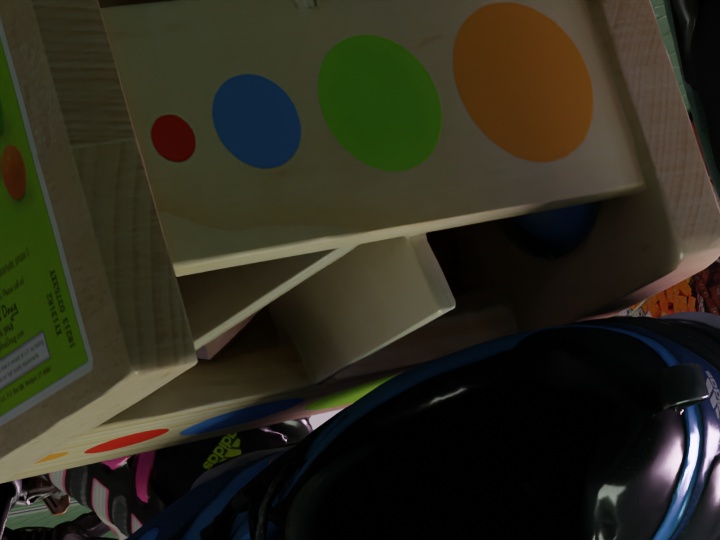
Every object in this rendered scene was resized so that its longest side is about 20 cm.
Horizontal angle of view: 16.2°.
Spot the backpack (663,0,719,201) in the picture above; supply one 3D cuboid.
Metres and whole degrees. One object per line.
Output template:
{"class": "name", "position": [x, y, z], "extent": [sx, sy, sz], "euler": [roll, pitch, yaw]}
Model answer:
{"class": "backpack", "position": [0.125, -0.079, 0.392], "extent": [0.150, 0.179, 0.200], "euler": [-6, 170, -24]}

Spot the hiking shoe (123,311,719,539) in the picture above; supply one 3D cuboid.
{"class": "hiking shoe", "position": [-0.008, 0.059, 0.528], "extent": [0.199, 0.075, 0.087], "euler": [-31, 159, 20]}

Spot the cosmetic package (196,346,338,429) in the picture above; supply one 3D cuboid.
{"class": "cosmetic package", "position": [0.000, 0.000, 0.869], "extent": [0.112, 0.082, 0.200], "euler": [-14, 169, -22]}

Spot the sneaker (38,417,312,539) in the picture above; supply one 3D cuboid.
{"class": "sneaker", "position": [-0.063, 0.052, 0.806], "extent": [0.087, 0.200, 0.074], "euler": [-1, -133, 56]}

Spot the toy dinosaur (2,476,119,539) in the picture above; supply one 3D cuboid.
{"class": "toy dinosaur", "position": [-0.154, 0.059, 0.920], "extent": [0.199, 0.103, 0.135], "euler": [-1, 167, 37]}

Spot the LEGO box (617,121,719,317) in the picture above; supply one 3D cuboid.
{"class": "LEGO box", "position": [0.191, -0.018, 1.083], "extent": [0.199, 0.078, 0.149], "euler": [-11, 168, -32]}

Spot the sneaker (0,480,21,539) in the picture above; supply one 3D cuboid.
{"class": "sneaker", "position": [-0.111, 0.037, 0.686], "extent": [0.200, 0.078, 0.070], "euler": [-44, 143, -25]}

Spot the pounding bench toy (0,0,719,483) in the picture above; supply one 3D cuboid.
{"class": "pounding bench toy", "position": [-0.042, -0.023, 0.559], "extent": [0.155, 0.125, 0.200], "euler": [-10, 168, -34]}
